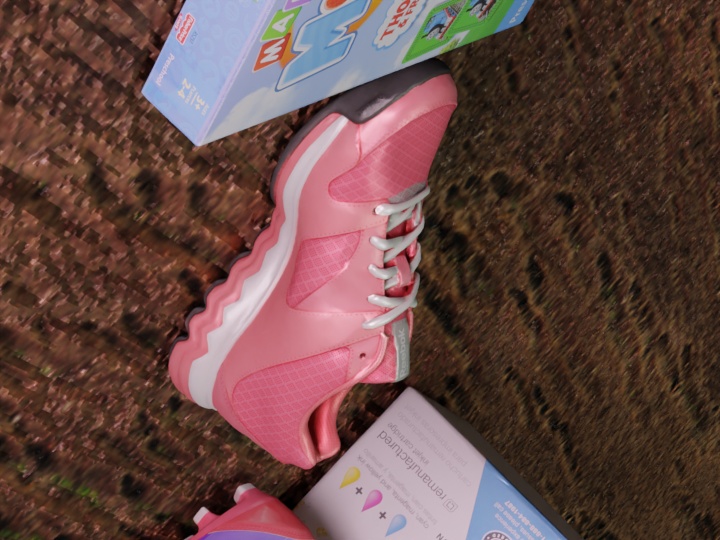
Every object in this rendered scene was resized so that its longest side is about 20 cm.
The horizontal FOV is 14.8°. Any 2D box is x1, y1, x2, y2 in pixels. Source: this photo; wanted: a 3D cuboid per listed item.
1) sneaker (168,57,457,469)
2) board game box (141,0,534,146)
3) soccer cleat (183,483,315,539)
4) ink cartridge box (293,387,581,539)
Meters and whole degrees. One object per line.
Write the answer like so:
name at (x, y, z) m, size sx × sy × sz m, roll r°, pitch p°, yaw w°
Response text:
sneaker at (0.000, 0.000, 1.148) m, size 0.074 × 0.087 × 0.201 m, roll -23°, pitch 151°, yaw -51°
board game box at (0.023, -0.132, 0.998) m, size 0.200 × 0.037 × 0.152 m, roll -24°, pitch 152°, yaw -47°
soccer cleat at (-0.095, 0.175, 1.328) m, size 0.200 × 0.076 × 0.067 m, roll -32°, pitch 157°, yaw -38°
ink cartridge box at (0.016, 0.185, 1.484) m, size 0.200 × 0.129 × 0.125 m, roll -47°, pitch 162°, yaw 2°
